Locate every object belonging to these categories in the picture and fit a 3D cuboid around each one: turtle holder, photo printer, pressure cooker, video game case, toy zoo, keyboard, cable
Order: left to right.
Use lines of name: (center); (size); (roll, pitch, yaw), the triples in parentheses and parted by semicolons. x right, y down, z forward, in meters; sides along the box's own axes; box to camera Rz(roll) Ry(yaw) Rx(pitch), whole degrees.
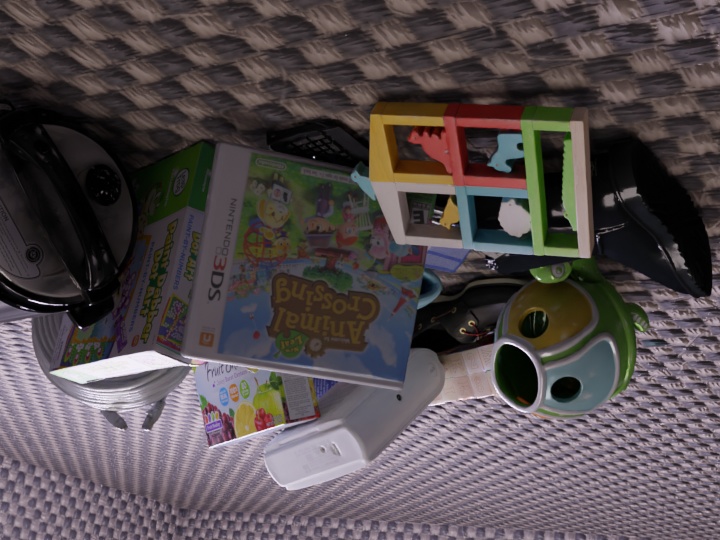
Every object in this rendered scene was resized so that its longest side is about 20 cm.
pressure cooker: (-0.299, -0.047, 0.922); (0.175, 0.181, 0.199); (25, 158, -38)
cable: (-0.268, 0.053, 1.145); (0.199, 0.201, 0.069); (29, 157, 10)
video game case: (-0.042, -0.002, 0.888); (0.198, 0.184, 0.022); (10, 180, -16)
keyboard: (-0.019, -0.077, 0.954); (0.126, 0.021, 0.200); (-6, 154, 35)
photo printer: (0.000, 0.166, 1.204); (0.166, 0.200, 0.070); (-28, 96, 42)
toy zoo: (0.084, -0.073, 0.825); (0.198, 0.021, 0.132); (6, 132, 21)
turtle holder: (0.202, 0.066, 1.023); (0.131, 0.141, 0.186); (-24, 152, -35)

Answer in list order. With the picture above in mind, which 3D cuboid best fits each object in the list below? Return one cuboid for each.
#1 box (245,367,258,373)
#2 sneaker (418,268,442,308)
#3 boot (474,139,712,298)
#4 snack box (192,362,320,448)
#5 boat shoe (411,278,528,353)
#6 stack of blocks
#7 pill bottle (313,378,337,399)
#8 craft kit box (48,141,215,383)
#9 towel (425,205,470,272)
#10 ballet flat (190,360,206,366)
box: (-0.158, 0.014, 1.038); (0.200, 0.050, 0.075); (46, -175, 39)
sneaker: (0.000, 0.000, 1.078); (0.198, 0.075, 0.082); (7, 164, -34)
boot: (0.198, -0.030, 0.901); (0.167, 0.077, 0.200); (-12, 144, 37)
snack box: (-0.129, 0.119, 1.193); (0.053, 0.144, 0.199); (-5, 167, -35)
boat shoe: (0.129, 0.054, 1.185); (0.073, 0.064, 0.201); (25, 153, -31)
stack of blocks: (0.159, 0.109, 1.243); (0.114, 0.059, 0.199); (-19, 179, -38)
pill bottle: (-0.061, 0.159, 1.463); (0.198, 0.112, 0.111); (2, 159, 16)
craft kit box: (-0.207, -0.002, 0.970); (0.196, 0.202, 0.048); (-13, 150, 44)
towel: (0.012, -0.037, 0.987); (0.198, 0.024, 0.147); (10, 160, -6)
ballet flat: (-0.227, 0.019, 1.085); (0.200, 0.069, 0.071); (50, 179, 18)
